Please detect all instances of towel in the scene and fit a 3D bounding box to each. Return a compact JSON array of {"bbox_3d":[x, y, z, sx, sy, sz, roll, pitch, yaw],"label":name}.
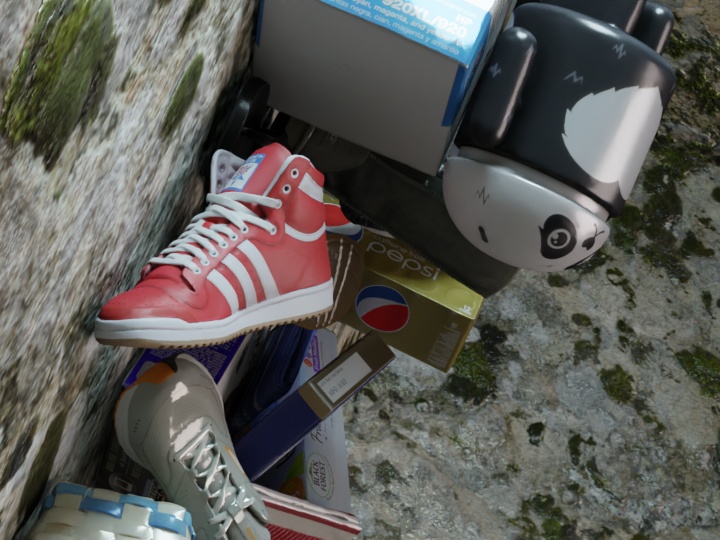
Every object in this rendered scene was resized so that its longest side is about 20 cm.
[{"bbox_3d":[-0.112,0.223,1.364,0.200,0.023,0.144,-39,142,23],"label":"towel"},{"bbox_3d":[-0.104,0.115,1.437,0.200,0.024,0.145,-45,-170,26],"label":"towel"}]

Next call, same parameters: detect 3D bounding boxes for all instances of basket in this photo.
[{"bbox_3d":[-0.164,0.244,1.130,0.177,0.138,0.201,107,-2,-61],"label":"basket"}]

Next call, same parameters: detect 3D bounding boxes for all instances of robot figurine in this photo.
[{"bbox_3d":[0.135,-0.098,1.227,0.201,0.150,0.125,-65,-168,-3],"label":"robot figurine"}]

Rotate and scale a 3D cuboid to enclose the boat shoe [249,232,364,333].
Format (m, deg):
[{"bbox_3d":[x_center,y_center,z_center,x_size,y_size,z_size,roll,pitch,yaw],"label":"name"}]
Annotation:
[{"bbox_3d":[-0.065,0.003,1.281,0.200,0.064,0.074,-2,107,-61],"label":"boat shoe"}]

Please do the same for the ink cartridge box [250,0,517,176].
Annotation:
[{"bbox_3d":[0.033,-0.201,1.237,0.147,0.144,0.201,103,11,-63],"label":"ink cartridge box"}]

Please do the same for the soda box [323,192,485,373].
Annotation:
[{"bbox_3d":[0.000,0.000,1.473,0.064,0.199,0.068,-65,178,38],"label":"soda box"}]

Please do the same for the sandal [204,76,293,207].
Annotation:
[{"bbox_3d":[-0.073,-0.067,1.264,0.201,0.048,0.076,104,10,-66],"label":"sandal"}]

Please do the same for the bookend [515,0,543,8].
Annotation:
[{"bbox_3d":[0.118,-0.205,1.576,0.198,0.092,0.202,8,-88,52],"label":"bookend"}]

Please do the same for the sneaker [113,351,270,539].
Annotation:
[{"bbox_3d":[-0.094,0.138,1.188,0.076,0.092,0.201,-36,139,-22],"label":"sneaker"}]

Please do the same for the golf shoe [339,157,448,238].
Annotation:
[{"bbox_3d":[0.072,-0.045,1.468,0.095,0.199,0.078,120,-39,-56],"label":"golf shoe"}]

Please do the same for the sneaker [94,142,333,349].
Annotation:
[{"bbox_3d":[-0.088,-0.017,1.128,0.200,0.071,0.113,-15,108,-53],"label":"sneaker"}]

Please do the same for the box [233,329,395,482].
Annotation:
[{"bbox_3d":[-0.069,0.128,1.352,0.200,0.032,0.121,-44,176,27],"label":"box"}]

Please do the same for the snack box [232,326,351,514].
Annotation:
[{"bbox_3d":[-0.076,0.151,1.486,0.142,0.053,0.201,-40,-143,31],"label":"snack box"}]

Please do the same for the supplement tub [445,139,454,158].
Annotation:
[{"bbox_3d":[0.033,-0.169,1.500,0.132,0.131,0.201,-54,166,-70],"label":"supplement tub"}]

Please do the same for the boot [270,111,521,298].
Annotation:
[{"bbox_3d":[0.020,-0.051,1.354,0.073,0.199,0.182,-65,-170,-6],"label":"boot"}]

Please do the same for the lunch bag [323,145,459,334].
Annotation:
[{"bbox_3d":[0.015,-0.047,1.645,0.124,0.169,0.201,78,33,-78],"label":"lunch bag"}]

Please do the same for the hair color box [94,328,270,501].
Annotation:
[{"bbox_3d":[-0.117,0.069,1.330,0.200,0.064,0.110,-60,172,-49],"label":"hair color box"}]
